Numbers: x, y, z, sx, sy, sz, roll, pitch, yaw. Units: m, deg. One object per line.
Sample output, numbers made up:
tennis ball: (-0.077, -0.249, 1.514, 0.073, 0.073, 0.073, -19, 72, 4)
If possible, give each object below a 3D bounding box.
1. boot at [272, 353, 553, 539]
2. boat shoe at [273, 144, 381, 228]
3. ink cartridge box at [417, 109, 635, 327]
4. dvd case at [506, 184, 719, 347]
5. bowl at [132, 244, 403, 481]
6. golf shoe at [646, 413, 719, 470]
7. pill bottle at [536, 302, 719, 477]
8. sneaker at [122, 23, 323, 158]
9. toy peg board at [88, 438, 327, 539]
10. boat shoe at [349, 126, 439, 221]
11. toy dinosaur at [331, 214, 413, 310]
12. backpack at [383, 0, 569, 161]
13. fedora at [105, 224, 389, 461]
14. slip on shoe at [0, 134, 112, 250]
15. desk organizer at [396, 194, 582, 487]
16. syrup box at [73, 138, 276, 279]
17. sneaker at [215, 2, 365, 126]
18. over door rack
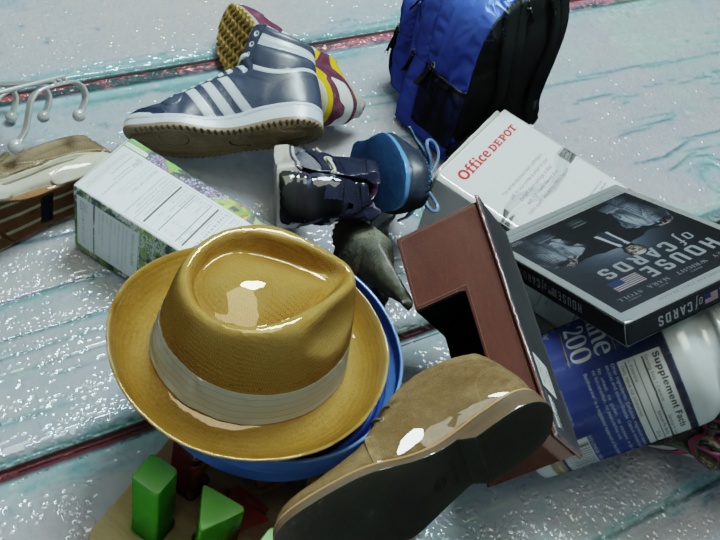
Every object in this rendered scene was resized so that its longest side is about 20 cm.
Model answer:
boot: (0.026, 0.123, 0.602, 0.198, 0.074, 0.076, -26, 41, -15)
boat shoe: (-0.033, -0.074, 0.825, 0.091, 0.076, 0.200, 0, 14, -6)
ink cartridge box: (0.178, -0.050, 0.911, 0.199, 0.083, 0.147, 35, 51, 14)
dvd case: (0.214, -0.012, 0.750, 0.148, 0.025, 0.200, -22, 26, -16)
bowl: (-0.067, 0.061, 0.665, 0.197, 0.040, 0.203, 12, 46, -12)
golf shoe: (0.274, 0.126, 0.815, 0.198, 0.074, 0.092, 26, 7, 20)
pill bottle: (0.219, 0.082, 0.732, 0.198, 0.111, 0.112, -23, 51, 15)
sneaker: (-0.133, -0.176, 0.894, 0.196, 0.070, 0.110, -3, 72, 6)
toy peg board: (-0.057, 0.159, 0.660, 0.198, 0.098, 0.200, 31, 50, 10)
boat shoe: (0.040, -0.097, 0.860, 0.067, 0.086, 0.200, 8, 15, -15)
toy dinosaur: (0.000, 0.000, 0.785, 0.075, 0.200, 0.104, 1, 94, -3)
backpack: (0.119, -0.247, 0.980, 0.168, 0.201, 0.162, 42, 53, 20)
fedora: (-0.066, 0.029, 0.606, 0.197, 0.082, 0.203, 12, 46, -12)
slip on shoe: (-0.303, -0.071, 0.793, 0.199, 0.076, 0.061, -29, 68, -37)
desk organizer: (0.095, 0.054, 0.699, 0.076, 0.072, 0.203, -24, 58, 18)
syrup box: (-0.149, -0.020, 0.794, 0.198, 0.079, 0.082, 30, 49, 10)
sneaker: (-0.079, -0.221, 0.996, 0.089, 0.075, 0.200, -7, 47, -48)
over door rack: (-0.356, -0.132, 0.781, 0.146, 0.068, 0.198, 7, 15, 42)
